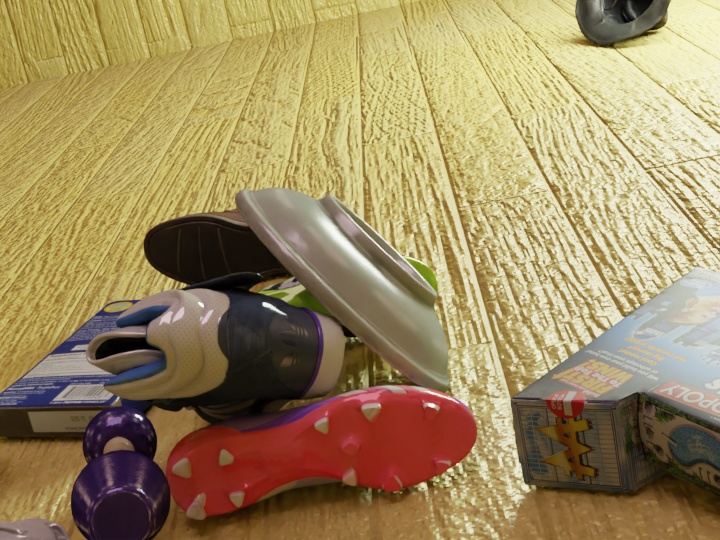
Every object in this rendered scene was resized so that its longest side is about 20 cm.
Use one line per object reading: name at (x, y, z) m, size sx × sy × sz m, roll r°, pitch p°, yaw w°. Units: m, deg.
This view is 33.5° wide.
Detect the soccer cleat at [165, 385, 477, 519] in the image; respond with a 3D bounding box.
soccer cleat at (-0.026, 0.106, 0.752) m, size 0.197 × 0.068 × 0.077 m, roll -14°, pitch 15°, yaw 4°

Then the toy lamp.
toy lamp at (-0.144, 0.125, 0.721) m, size 0.057 × 0.059 × 0.200 m, roll -15°, pitch 6°, yaw -8°

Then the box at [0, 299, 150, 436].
box at (-0.202, 0.076, 0.984) m, size 0.120 × 0.033 × 0.200 m, roll -4°, pitch 23°, yaw 22°

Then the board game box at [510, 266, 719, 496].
board game box at (0.198, 0.078, 0.695) m, size 0.198 × 0.062 × 0.199 m, roll -22°, pitch 22°, yaw -23°

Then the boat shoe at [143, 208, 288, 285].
boat shoe at (-0.109, -0.027, 1.170) m, size 0.197 × 0.073 × 0.068 m, roll 0°, pitch 16°, yaw 5°

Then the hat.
hat at (0.433, -0.418, 1.874) m, size 0.200 × 0.081 × 0.203 m, roll -29°, pitch 46°, yaw 36°

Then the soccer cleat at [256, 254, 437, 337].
soccer cleat at (-0.036, 0.028, 0.976) m, size 0.197 × 0.068 × 0.081 m, roll -14°, pitch 7°, yaw -5°

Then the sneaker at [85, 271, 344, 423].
sneaker at (-0.114, 0.055, 0.780) m, size 0.145 × 0.082 × 0.199 m, roll 10°, pitch -16°, yaw -28°

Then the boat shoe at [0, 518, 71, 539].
boat shoe at (-0.189, 0.167, 0.665) m, size 0.198 × 0.074 × 0.065 m, roll 0°, pitch 27°, yaw 28°

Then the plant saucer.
plant saucer at (0.000, 0.000, 0.835) m, size 0.050 × 0.200 × 0.200 m, roll -47°, pitch 21°, yaw 4°
